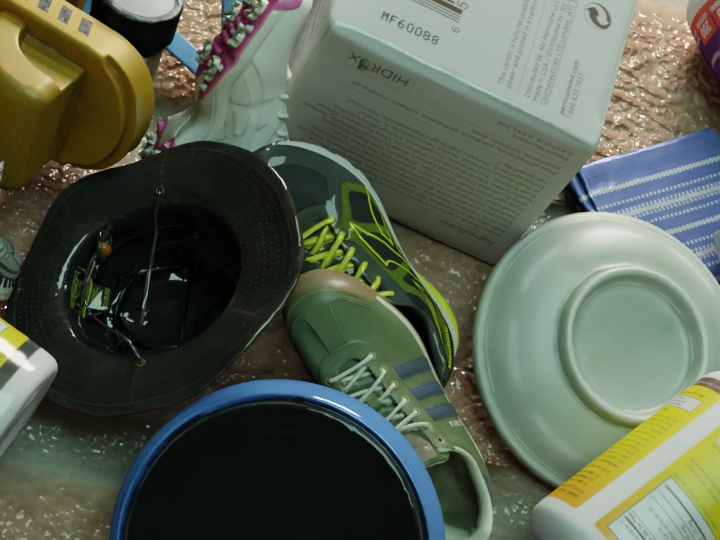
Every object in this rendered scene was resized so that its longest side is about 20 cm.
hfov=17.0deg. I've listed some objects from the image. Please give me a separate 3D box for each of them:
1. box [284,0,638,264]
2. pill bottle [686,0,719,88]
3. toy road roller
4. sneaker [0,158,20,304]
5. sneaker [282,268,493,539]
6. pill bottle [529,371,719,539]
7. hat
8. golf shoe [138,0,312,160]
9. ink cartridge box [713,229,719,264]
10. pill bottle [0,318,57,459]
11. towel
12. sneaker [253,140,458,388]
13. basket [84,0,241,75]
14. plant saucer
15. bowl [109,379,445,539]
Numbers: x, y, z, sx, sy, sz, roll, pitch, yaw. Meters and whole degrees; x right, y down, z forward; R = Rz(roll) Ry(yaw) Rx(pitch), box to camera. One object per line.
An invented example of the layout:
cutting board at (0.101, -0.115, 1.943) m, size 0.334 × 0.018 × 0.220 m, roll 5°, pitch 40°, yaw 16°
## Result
box at (0.061, -0.152, 1.625) m, size 0.200 × 0.171 × 0.199 m, roll 25°, pitch 56°, yaw -10°
pill bottle at (0.324, -0.133, 1.757) m, size 0.112 × 0.112 × 0.200 m, roll -12°, pitch 67°, yaw -27°
toy road roller at (-0.219, -0.139, 1.508) m, size 0.200 × 0.123 × 0.146 m, roll 31°, pitch 42°, yaw 8°
sneaker at (-0.237, -0.040, 1.433) m, size 0.078 × 0.200 × 0.082 m, roll 31°, pitch 78°, yaw 15°
sneaker at (0.025, 0.092, 1.471) m, size 0.200 × 0.067 × 0.090 m, roll 54°, pitch 9°, yaw -26°
pill bottle at (0.184, 0.160, 1.518) m, size 0.200 × 0.109 × 0.109 m, roll -35°, pitch 78°, yaw -16°
hat at (-0.115, 0.019, 1.493) m, size 0.200 × 0.081 × 0.201 m, roll -12°, pitch 57°, yaw 20°
golf shoe at (-0.073, -0.099, 1.545) m, size 0.091 × 0.200 × 0.075 m, roll 26°, pitch 27°, yaw -17°
ink cartridge box at (0.341, 0.049, 1.660) m, size 0.146 × 0.084 × 0.200 m, roll 4°, pitch 63°, yaw -30°
pill bottle at (-0.287, 0.041, 1.412) m, size 0.200 × 0.111 × 0.111 m, roll 36°, pitch 55°, yaw 0°
towel at (0.241, -0.003, 1.708) m, size 0.145 × 0.024 × 0.200 m, roll -17°, pitch 71°, yaw -31°
sneaker at (0.000, 0.000, 1.524) m, size 0.200 × 0.074 × 0.085 m, roll 47°, pitch 10°, yaw -19°
basket at (-0.149, -0.233, 1.593) m, size 0.200 × 0.176 × 0.139 m, roll 35°, pitch 52°, yaw 23°
plant saucer at (0.174, 0.054, 1.598) m, size 0.200 × 0.050 × 0.200 m, roll 5°, pitch 76°, yaw -20°
bowl at (-0.050, 0.164, 1.417) m, size 0.200 × 0.039 × 0.201 m, roll 0°, pitch 86°, yaw 3°
